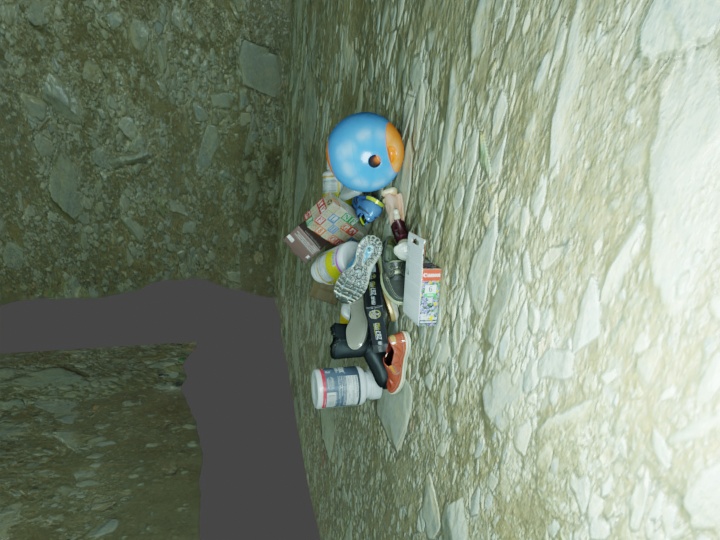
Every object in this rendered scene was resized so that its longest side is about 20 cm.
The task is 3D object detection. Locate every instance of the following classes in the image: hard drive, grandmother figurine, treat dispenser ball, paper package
[{"bbox_3d":[-0.006,-0.283,1.775,0.132,0.027,0.200,-62,13,-7],"label":"hard drive"},{"bbox_3d":[0.098,-0.115,1.480,0.121,0.060,0.201,58,-163,-61],"label":"grandmother figurine"},{"bbox_3d":[0.012,-0.303,1.493,0.201,0.200,0.202,178,90,-74],"label":"treat dispenser ball"},{"bbox_3d":[-0.088,-0.012,1.964,0.200,0.103,0.191,112,177,-55],"label":"paper package"}]

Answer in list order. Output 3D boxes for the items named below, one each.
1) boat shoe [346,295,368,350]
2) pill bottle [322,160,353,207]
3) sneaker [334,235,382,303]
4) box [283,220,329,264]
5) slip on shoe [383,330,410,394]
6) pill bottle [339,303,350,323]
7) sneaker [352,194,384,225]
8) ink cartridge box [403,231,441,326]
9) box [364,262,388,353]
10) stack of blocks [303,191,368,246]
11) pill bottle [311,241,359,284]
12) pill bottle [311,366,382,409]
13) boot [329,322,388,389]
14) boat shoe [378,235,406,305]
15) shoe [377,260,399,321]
[{"bbox_3d":[-0.002,0.140,1.642,0.057,0.067,0.201,53,-151,-50],"label":"boat shoe"},{"bbox_3d":[-0.075,-0.273,1.975,0.109,0.109,0.201,-167,77,-74],"label":"pill bottle"},{"bbox_3d":[0.000,0.000,1.546,0.200,0.078,0.090,-59,-1,7],"label":"sneaker"},{"bbox_3d":[-0.154,-0.102,1.789,0.075,0.100,0.200,-40,6,21],"label":"box"},{"bbox_3d":[0.088,0.246,1.540,0.074,0.061,0.201,-116,27,-52],"label":"slip on shoe"},{"bbox_3d":[-0.014,0.161,1.814,0.104,0.104,0.201,-114,26,-53],"label":"pill bottle"},{"bbox_3d":[0.006,-0.179,1.731,0.079,0.066,0.200,-61,19,-1],"label":"sneaker"},{"bbox_3d":[0.143,0.017,1.337,0.109,0.050,0.201,-137,49,-69],"label":"ink cartridge box"},{"bbox_3d":[0.042,0.098,1.588,0.200,0.049,0.162,-95,-5,-54],"label":"box"},{"bbox_3d":[-0.061,-0.141,1.783,0.115,0.200,0.059,-40,42,19],"label":"stack of blocks"},{"bbox_3d":[-0.068,-0.016,1.725,0.200,0.104,0.105,-18,73,56],"label":"pill bottle"},{"bbox_3d":[-0.042,0.351,1.756,0.120,0.199,0.120,179,90,-74],"label":"pill bottle"},{"bbox_3d":[-0.003,0.246,1.666,0.076,0.167,0.201,132,134,-70],"label":"boot"},{"bbox_3d":[0.086,-0.005,1.491,0.066,0.071,0.201,99,164,-49],"label":"boat shoe"},{"bbox_3d":[0.082,0.038,1.541,0.070,0.053,0.201,78,-178,-63],"label":"shoe"}]
